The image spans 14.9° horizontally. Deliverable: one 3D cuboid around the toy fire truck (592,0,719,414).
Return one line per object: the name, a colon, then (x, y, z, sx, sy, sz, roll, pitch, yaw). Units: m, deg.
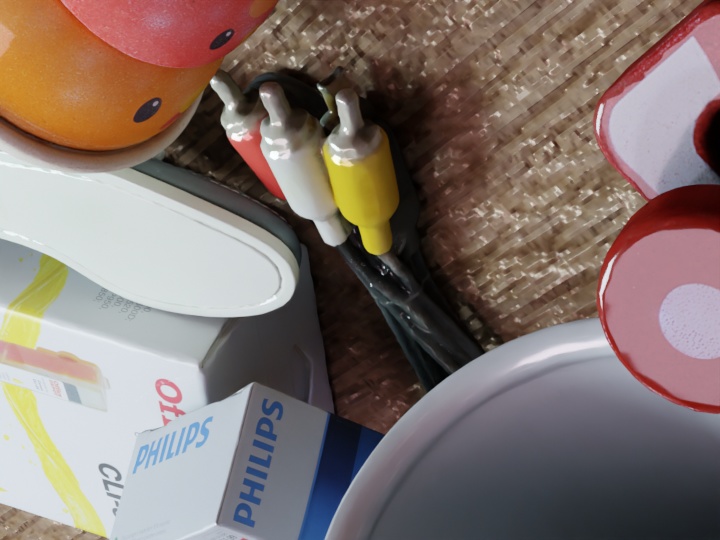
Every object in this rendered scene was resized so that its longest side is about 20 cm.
toy fire truck: (0.173, -0.010, 0.780, 0.200, 0.112, 0.168, 47, 125, -4)

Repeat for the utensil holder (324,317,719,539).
utensil holder: (0.106, 0.139, 0.913, 0.170, 0.170, 0.200, 11, 153, 43)

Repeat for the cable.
cable: (0.000, 0.000, 1.033, 0.097, 0.050, 0.200, 16, 139, 45)

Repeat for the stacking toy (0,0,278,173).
stacking toy: (-0.053, -0.127, 0.896, 0.200, 0.146, 0.146, -24, 108, 42)

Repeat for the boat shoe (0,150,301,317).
boat shoe: (-0.106, -0.039, 1.065, 0.200, 0.062, 0.073, 16, 141, 22)

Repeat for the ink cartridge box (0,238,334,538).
ink cartridge box: (-0.122, 0.034, 1.149, 0.200, 0.083, 0.145, 15, 141, 22)

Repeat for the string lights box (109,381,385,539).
string lights box: (0.016, 0.111, 1.053, 0.200, 0.059, 0.103, 23, 157, -22)
